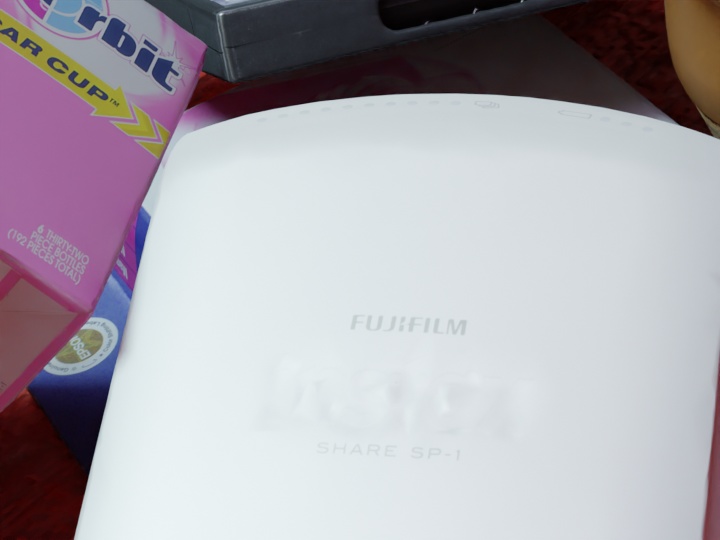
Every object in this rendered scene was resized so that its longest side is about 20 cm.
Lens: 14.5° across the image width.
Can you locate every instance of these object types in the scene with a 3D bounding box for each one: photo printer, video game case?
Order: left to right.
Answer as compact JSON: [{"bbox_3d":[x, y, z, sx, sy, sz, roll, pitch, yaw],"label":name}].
[{"bbox_3d":[0.018,-0.100,0.888,0.180,0.026,0.200,-14,14,-14],"label":"video game case"},{"bbox_3d":[0.016,0.041,0.709,0.166,0.070,0.200,3,55,12],"label":"photo printer"}]

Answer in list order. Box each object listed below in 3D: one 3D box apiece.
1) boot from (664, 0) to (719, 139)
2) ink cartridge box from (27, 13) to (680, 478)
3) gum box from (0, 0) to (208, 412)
[{"bbox_3d":[0.162,-0.058,0.741,0.200,0.155,0.074,9,52,35],"label":"boot"},{"bbox_3d":[0.000,0.000,0.842,0.200,0.043,0.196,-27,37,-13],"label":"ink cartridge box"},{"bbox_3d":[-0.134,0.011,0.789,0.200,0.066,0.114,-43,18,38],"label":"gum box"}]
